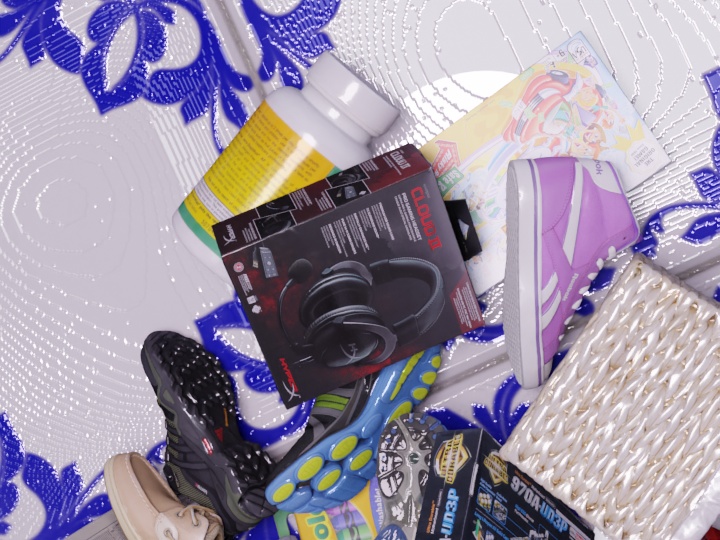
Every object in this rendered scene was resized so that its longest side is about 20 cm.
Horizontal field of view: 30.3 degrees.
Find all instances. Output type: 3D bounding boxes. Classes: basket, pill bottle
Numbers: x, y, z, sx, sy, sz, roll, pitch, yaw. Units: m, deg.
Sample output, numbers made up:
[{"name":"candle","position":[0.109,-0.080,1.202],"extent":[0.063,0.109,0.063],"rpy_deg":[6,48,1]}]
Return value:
[{"name":"basket","position":[0.233,0.103,1.046],"extent":[0.160,0.198,0.201],"rpy_deg":[36,99,9]},{"name":"pill bottle","position":[-0.060,-0.084,1.133],"extent":[0.113,0.113,0.200],"rpy_deg":[41,98,6]}]

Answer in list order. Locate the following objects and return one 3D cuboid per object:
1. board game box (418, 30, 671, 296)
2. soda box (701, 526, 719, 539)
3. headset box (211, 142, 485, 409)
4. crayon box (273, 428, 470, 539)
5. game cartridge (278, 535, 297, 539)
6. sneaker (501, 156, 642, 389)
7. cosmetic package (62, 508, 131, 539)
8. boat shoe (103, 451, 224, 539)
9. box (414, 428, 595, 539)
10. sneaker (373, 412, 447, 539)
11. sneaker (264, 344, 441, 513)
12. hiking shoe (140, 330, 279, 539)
[{"name":"board game box","position":[0.144,-0.089,1.135],"extent":[0.200,0.034,0.135],"rpy_deg":[-36,87,10]},{"name":"soda box","position":[0.277,0.320,1.112],"extent":[0.063,0.070,0.201],"rpy_deg":[23,96,8]},{"name":"headset box","position":[0.000,0.000,1.078],"extent":[0.199,0.077,0.150],"rpy_deg":[-22,115,-3]},{"name":"crayon box","position":[0.018,0.226,1.165],"extent":[0.199,0.052,0.127],"rpy_deg":[-16,90,11]},{"name":"game cartridge","position":[-0.068,0.347,1.138],"extent":[0.133,0.041,0.201],"rpy_deg":[-40,57,33]},{"name":"sneaker","position":[0.177,0.005,1.094],"extent":[0.113,0.073,0.202],"rpy_deg":[-3,115,-8]},{"name":"cosmetic package","position":[-0.207,0.264,1.134],"extent":[0.073,0.200,0.104],"rpy_deg":[-41,84,9]},{"name":"boat shoe","position":[-0.143,0.230,1.132],"extent":[0.064,0.071,0.200],"rpy_deg":[-40,80,15]},{"name":"box","position":[0.114,0.241,1.049],"extent":[0.046,0.200,0.160],"rpy_deg":[-10,52,36]},{"name":"sneaker","position":[0.047,0.220,1.085],"extent":[0.077,0.085,0.201],"rpy_deg":[8,81,16]},{"name":"sneaker","position":[-0.011,0.124,1.139],"extent":[0.083,0.071,0.200],"rpy_deg":[22,70,49]},{"name":"hiking shoe","position":[-0.152,0.150,1.178],"extent":[0.101,0.076,0.201],"rpy_deg":[-45,67,32]}]
